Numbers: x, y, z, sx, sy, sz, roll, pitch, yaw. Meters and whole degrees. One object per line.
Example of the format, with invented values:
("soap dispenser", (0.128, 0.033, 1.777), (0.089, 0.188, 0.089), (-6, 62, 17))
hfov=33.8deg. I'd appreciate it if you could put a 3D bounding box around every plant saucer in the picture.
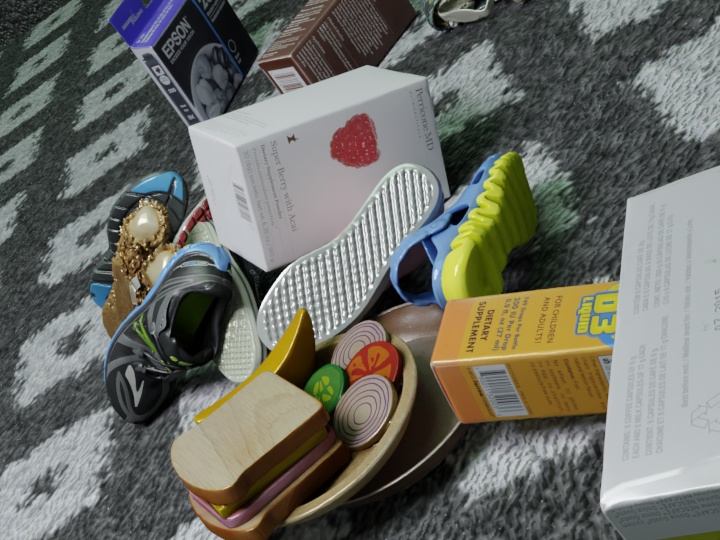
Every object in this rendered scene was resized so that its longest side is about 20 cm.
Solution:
("plant saucer", (0.018, 0.105, 0.906), (0.199, 0.032, 0.201), (-27, 32, 18))

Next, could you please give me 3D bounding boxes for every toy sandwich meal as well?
("toy sandwich meal", (-0.051, 0.107, 0.878), (0.204, 0.070, 0.206), (-28, 30, 18))

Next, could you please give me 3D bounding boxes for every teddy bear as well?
("teddy bear", (-0.209, 0.013, 1.197), (0.066, 0.201, 0.145), (-20, 52, -32))

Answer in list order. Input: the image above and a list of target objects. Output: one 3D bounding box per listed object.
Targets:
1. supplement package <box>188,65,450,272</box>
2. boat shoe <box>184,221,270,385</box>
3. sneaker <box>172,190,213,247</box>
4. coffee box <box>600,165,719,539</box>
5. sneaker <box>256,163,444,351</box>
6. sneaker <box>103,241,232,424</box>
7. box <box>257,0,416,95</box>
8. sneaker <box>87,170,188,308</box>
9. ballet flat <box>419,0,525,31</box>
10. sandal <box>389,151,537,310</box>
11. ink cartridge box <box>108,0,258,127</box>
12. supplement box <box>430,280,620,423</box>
("supplement package", (-0.037, -0.100, 1.099), (0.199, 0.122, 0.120), (-23, 23, -22))
("boat shoe", (-0.116, 0.030, 1.128), (0.075, 0.062, 0.201), (-53, 39, 24))
("sneaker", (-0.140, -0.067, 1.298), (0.082, 0.078, 0.200), (-15, 29, 49))
("coffee box", (0.246, 0.066, 0.531), (0.199, 0.198, 0.201), (-20, 35, 33))
("sneaker", (0.000, 0.000, 1.022), (0.200, 0.075, 0.105), (-47, -13, 0))
("sneaker", (-0.177, 0.066, 1.084), (0.200, 0.070, 0.083), (-55, 34, 24))
("box", (-0.026, -0.283, 1.434), (0.075, 0.100, 0.201), (2, 48, 49))
("sneaker", (-0.241, -0.044, 1.309), (0.200, 0.073, 0.082), (-53, 6, 35))
("ballet flat", (0.156, -0.322, 1.335), (0.199, 0.074, 0.075), (-19, 34, 35))
("sandal", (0.083, -0.032, 0.948), (0.086, 0.080, 0.200), (-7, 26, 31))
("ink cartridge box", (-0.234, -0.320, 1.617), (0.043, 0.201, 0.199), (-14, 38, 32))
("supplement box", (0.150, 0.051, 0.770), (0.198, 0.069, 0.067), (-7, 41, 26))
